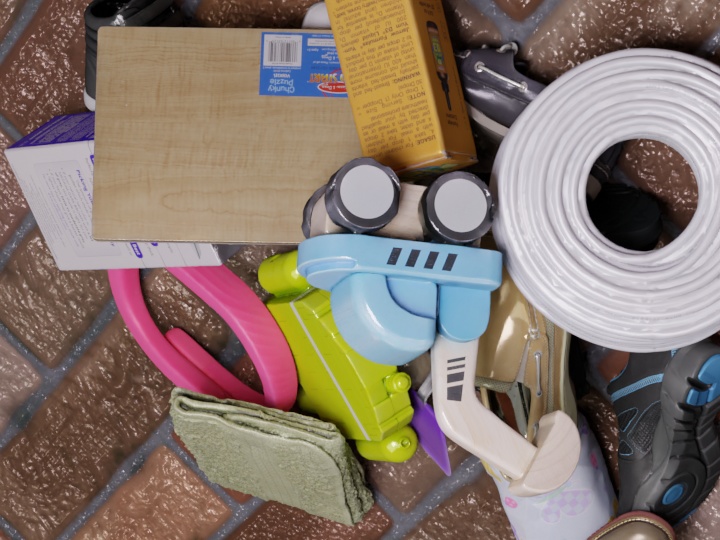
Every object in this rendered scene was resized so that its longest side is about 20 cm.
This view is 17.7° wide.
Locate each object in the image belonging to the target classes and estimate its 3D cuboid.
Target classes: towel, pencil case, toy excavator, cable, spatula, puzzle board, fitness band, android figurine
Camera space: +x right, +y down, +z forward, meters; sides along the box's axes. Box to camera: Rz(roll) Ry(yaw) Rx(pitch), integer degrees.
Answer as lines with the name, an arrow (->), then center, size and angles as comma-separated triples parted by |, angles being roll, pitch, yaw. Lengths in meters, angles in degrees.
towel -> -0.070, 0.148, 1.817 | 0.148, 0.037, 0.200 | 14, 161, 13
pencil case -> 0.156, 0.204, 1.749 | 0.090, 0.083, 0.201 | -13, 112, 22
toy excavator -> 0.050, 0.042, 1.516 | 0.194, 0.201, 0.100 | 7, 169, -14
cable -> 0.185, -0.046, 1.519 | 0.199, 0.069, 0.201 | -16, 86, 3
spatula -> 0.057, 0.062, 1.689 | 0.057, 0.020, 0.201 | 45, 139, 43
puzzle board -> -0.086, -0.093, 1.611 | 0.199, 0.017, 0.151 | 1, 84, 2
fitness band -> -0.128, 0.044, 1.827 | 0.200, 0.037, 0.144 | 37, 146, 29
android figurine -> -0.017, 0.067, 1.747 | 0.182, 0.041, 0.200 | 60, 160, -6

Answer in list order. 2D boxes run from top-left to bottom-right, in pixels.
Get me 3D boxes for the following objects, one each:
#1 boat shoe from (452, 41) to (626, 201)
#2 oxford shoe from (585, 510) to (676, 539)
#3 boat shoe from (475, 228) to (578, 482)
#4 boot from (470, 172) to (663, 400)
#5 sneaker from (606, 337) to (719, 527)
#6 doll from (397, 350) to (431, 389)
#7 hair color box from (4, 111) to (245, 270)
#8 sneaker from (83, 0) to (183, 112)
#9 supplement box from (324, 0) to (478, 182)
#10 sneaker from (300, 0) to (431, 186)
boat shoe -> 0.099, -0.125, 1.612 | 0.200, 0.063, 0.073 | 35, 176, 19
oxford shoe -> 0.168, 0.263, 1.686 | 0.070, 0.075, 0.200 | 28, 117, -3
boat shoe -> 0.106, 0.058, 1.605 | 0.071, 0.076, 0.201 | 7, 124, 39
boot -> 0.136, 0.019, 1.655 | 0.198, 0.073, 0.163 | 9, 120, 37
sneaker -> 0.218, 0.113, 1.677 | 0.082, 0.073, 0.201 | 44, 139, 36
doll -> 0.000, 0.000, 1.744 | 0.136, 0.048, 0.200 | -16, 107, 52
hair color box -> -0.169, -0.062, 1.727 | 0.200, 0.065, 0.110 | 0, 120, 48
sneaker -> -0.132, -0.154, 1.719 | 0.199, 0.071, 0.099 | 15, 130, 30
supplement box -> 0.020, -0.162, 1.563 | 0.069, 0.066, 0.201 | -18, 82, 24
sneaker -> 0.014, -0.100, 1.646 | 0.080, 0.070, 0.201 | -15, 91, 32
